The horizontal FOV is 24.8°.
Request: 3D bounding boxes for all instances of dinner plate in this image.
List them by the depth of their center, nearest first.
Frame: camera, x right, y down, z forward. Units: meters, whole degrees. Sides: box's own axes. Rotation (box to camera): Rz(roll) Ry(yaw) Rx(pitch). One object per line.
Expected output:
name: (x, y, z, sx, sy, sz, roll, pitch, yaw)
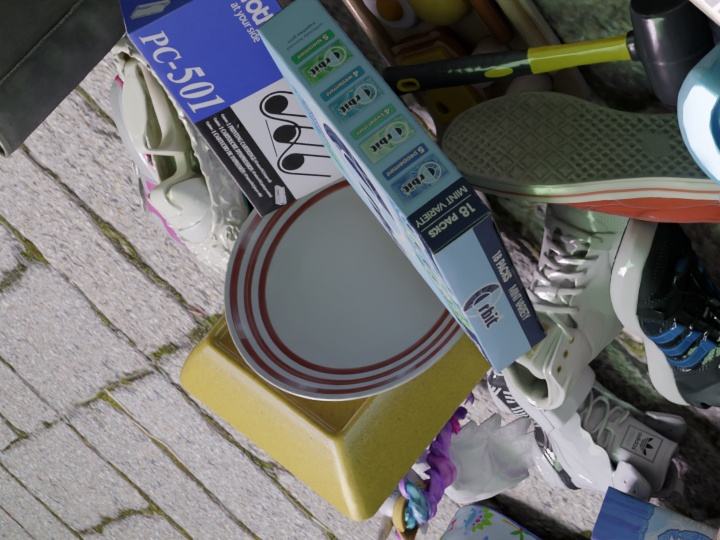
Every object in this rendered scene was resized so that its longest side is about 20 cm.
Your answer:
dinner plate: (0.000, 0.000, 1.121, 0.199, 0.201, 0.024, 21, 161, 30)

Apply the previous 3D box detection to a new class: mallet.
mallet: (0.109, -0.113, 0.939, 0.198, 0.041, 0.066, -11, 128, 33)

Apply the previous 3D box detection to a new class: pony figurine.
pony figurine: (0.040, 0.120, 1.280, 0.200, 0.192, 0.167, 37, 155, 45)

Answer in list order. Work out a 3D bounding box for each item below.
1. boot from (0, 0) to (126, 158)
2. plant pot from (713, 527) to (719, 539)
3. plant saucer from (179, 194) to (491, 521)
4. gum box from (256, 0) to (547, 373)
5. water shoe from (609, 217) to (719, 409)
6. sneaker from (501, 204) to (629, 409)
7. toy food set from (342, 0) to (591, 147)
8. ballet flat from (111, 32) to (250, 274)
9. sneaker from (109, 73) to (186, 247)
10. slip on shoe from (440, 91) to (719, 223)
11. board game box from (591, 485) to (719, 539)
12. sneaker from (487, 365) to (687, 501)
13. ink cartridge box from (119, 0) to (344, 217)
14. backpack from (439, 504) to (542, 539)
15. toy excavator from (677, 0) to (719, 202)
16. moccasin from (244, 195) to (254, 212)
boot: (-0.174, -0.151, 1.098, 0.181, 0.200, 0.073, 39, 152, 0)
plant pot: (0.300, 0.126, 0.977, 0.199, 0.200, 0.185, 16, 134, 35)
plant saucer: (-0.013, 0.041, 1.147, 0.199, 0.200, 0.049, 33, 168, 33)
gum box: (0.027, -0.052, 1.001, 0.200, 0.044, 0.170, 53, 177, 30)
water shoe: (0.215, 0.025, 1.032, 0.078, 0.072, 0.200, 12, 157, 29)
sneaker: (0.135, 0.010, 1.058, 0.073, 0.116, 0.201, 25, 147, 26)
toy food set: (0.036, -0.144, 1.010, 0.143, 0.061, 0.201, -7, 127, 53)
ballet flat: (-0.136, -0.083, 1.187, 0.071, 0.071, 0.202, -3, 108, 51)
sneaker: (-0.147, -0.078, 1.296, 0.088, 0.082, 0.201, 7, 137, 41)
slip on shoe: (0.144, -0.059, 0.956, 0.198, 0.075, 0.061, 4, 149, 11)
board game box: (0.271, 0.222, 1.174, 0.197, 0.044, 0.200, 19, 170, 18)
sneaker: (0.170, 0.101, 1.193, 0.114, 0.075, 0.201, 14, 148, 37)
ink cartridge box: (-0.071, -0.125, 1.085, 0.200, 0.093, 0.044, 55, -168, -48)
backpack: (0.135, 0.316, 1.458, 0.199, 0.147, 0.184, 33, 149, 15)
toy excavator: (0.202, -0.115, 0.829, 0.199, 0.100, 0.195, 37, 143, 15)
moccasin: (-0.074, -0.066, 1.239, 0.080, 0.068, 0.201, -4, 130, 51)
